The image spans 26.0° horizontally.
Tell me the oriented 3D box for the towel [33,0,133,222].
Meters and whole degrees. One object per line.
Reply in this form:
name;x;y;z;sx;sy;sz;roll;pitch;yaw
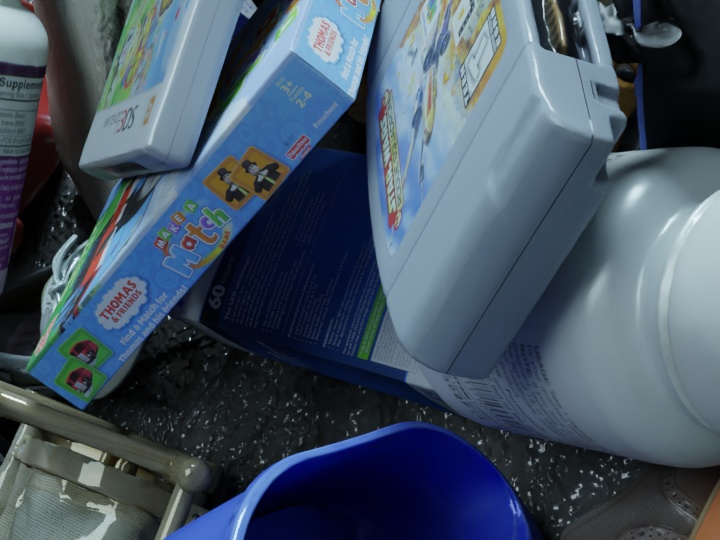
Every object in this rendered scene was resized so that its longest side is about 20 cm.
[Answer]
towel;-0.145;-0.108;0.865;0.034;0.202;0.133;-19;45;-21

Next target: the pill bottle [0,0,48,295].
pill bottle;-0.225;-0.087;0.813;0.112;0.111;0.202;22;103;44

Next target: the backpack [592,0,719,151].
backpack;0.194;-0.124;0.578;0.146;0.183;0.202;21;79;21

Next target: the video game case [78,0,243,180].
video game case;-0.073;-0.140;0.686;0.182;0.022;0.202;5;76;71

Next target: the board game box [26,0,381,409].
board game box;-0.063;-0.052;0.683;0.200;0.036;0.152;-45;18;30

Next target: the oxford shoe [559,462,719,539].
oxford shoe;0.096;0.141;0.583;0.200;0.072;0.073;-47;35;-20

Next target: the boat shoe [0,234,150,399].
boat shoe;-0.165;0.026;0.844;0.201;0.064;0.075;-17;51;55

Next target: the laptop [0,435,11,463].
laptop;-0.304;0.071;0.862;0.116;0.201;0.187;-45;43;-16

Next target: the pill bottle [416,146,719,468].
pill bottle;0.107;0.013;0.578;0.199;0.114;0.115;3;69;64

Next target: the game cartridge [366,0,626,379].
game cartridge;0.041;-0.067;0.573;0.201;0.041;0.134;-95;28;-44

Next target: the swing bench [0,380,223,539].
swing bench;-0.156;0.166;0.737;0.128;0.200;0.201;21;82;1

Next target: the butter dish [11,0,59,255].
butter dish;-0.258;-0.063;0.946;0.199;0.200;0.148;-44;71;13

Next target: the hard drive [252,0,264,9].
hard drive;-0.034;-0.202;0.842;0.042;0.135;0.202;-13;59;12

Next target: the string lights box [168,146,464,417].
string lights box;0.000;0.000;0.756;0.199;0.059;0.104;13;78;43

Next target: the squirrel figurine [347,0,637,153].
squirrel figurine;0.071;-0.123;0.731;0.199;0.140;0.189;-20;66;48

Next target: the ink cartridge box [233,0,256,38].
ink cartridge box;-0.127;-0.163;0.955;0.094;0.044;0.200;-48;47;12

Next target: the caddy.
caddy;0.006;0.138;0.592;0.104;0.199;0.143;-30;78;35
